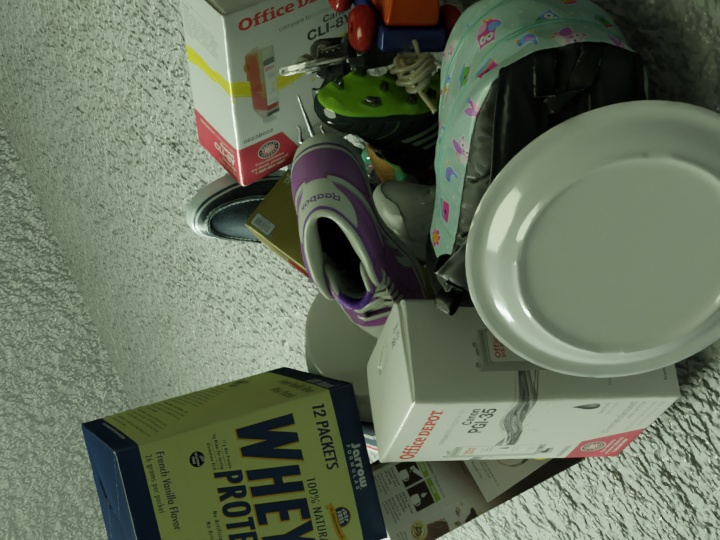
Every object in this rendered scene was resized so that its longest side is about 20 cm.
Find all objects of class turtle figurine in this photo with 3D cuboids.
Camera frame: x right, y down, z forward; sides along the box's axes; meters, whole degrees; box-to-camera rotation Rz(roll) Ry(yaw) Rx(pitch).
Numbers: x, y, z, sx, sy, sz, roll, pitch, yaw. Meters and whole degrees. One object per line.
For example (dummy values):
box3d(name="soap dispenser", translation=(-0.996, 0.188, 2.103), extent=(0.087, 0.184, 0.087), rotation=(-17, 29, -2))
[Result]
box3d(name="turtle figurine", translation=(0.026, -0.078, 1.132), extent=(0.200, 0.101, 0.150), rotation=(55, -177, -28))

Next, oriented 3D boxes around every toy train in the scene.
box3d(name="toy train", translation=(0.038, -0.211, 0.924), extent=(0.200, 0.084, 0.116), rotation=(-113, 24, -52))

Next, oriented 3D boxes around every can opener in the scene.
box3d(name="can opener", translation=(-0.011, -0.157, 1.033), extent=(0.200, 0.053, 0.067), rotation=(-38, -64, -71))

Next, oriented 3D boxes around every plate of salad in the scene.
box3d(name="plate of salad", translation=(0.162, -0.018, 0.792), extent=(0.048, 0.199, 0.201), rotation=(-97, -5, -57))

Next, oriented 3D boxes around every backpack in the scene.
box3d(name="backpack", translation=(0.115, -0.081, 0.849), extent=(0.127, 0.166, 0.201), rotation=(-116, 20, -49))

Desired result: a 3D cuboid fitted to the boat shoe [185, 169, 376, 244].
box3d(name="boat shoe", translation=(-0.060, -0.047, 1.221), extent=(0.091, 0.199, 0.071), rotation=(-123, 35, -43))

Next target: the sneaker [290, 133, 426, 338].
box3d(name="sneaker", translation=(-0.002, 0.009, 0.948), extent=(0.115, 0.072, 0.201), rotation=(-97, -18, -48))

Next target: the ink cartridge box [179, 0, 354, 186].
box3d(name="ink cartridge box", translation=(-0.077, -0.197, 1.164), extent=(0.083, 0.145, 0.200), rotation=(46, 154, 34))

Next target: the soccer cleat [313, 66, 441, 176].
box3d(name="soccer cleat", translation=(0.031, -0.108, 0.964), extent=(0.067, 0.200, 0.081), rotation=(34, 116, 26))

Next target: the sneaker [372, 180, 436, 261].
box3d(name="sneaker", translation=(0.100, -0.052, 1.003), extent=(0.199, 0.078, 0.100), rotation=(17, 121, 24))

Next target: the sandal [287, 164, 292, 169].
box3d(name="sandal", translation=(-0.036, -0.077, 1.369), extent=(0.076, 0.043, 0.201), rotation=(-6, 100, 60))

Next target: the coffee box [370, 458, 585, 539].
box3d(name="coffee box", translation=(0.086, 0.182, 1.160), extent=(0.080, 0.199, 0.113), rotation=(64, 160, 5))

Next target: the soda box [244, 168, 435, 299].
box3d(name="soda box", translation=(0.000, 0.000, 1.100), extent=(0.200, 0.064, 0.068), rotation=(37, 175, 20))

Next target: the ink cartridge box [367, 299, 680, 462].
box3d(name="ink cartridge box", translation=(0.115, 0.084, 0.963), extent=(0.147, 0.199, 0.083), rotation=(110, 157, -63))

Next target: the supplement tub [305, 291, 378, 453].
box3d(name="supplement tub", translation=(0.025, 0.086, 1.211), extent=(0.141, 0.140, 0.200), rotation=(54, 174, 22))

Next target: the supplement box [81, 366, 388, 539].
box3d(name="supplement box", translation=(-0.114, 0.177, 1.094), extent=(0.200, 0.199, 0.135), rotation=(180, 76, -70))
